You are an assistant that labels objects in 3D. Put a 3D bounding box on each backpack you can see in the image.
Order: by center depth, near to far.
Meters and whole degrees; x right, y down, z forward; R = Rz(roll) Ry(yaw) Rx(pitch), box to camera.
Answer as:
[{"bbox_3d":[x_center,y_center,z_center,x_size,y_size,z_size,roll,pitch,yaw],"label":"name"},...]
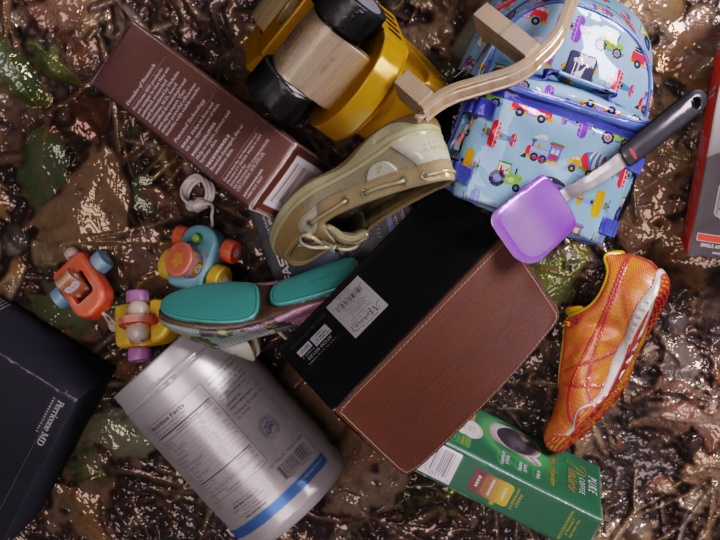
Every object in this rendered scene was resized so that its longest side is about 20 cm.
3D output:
[{"bbox_3d":[0.166,-0.141,1.008,0.181,0.135,0.201,22,100,-7],"label":"backpack"}]

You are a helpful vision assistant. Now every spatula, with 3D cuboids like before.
[{"bbox_3d":[0.194,-0.079,0.942,0.199,0.021,0.057,-36,105,2],"label":"spatula"}]

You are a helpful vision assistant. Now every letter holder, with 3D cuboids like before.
[{"bbox_3d":[0.056,0.055,1.026,0.200,0.101,0.142,-46,134,-3],"label":"letter holder"}]

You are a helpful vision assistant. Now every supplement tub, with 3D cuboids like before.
[{"bbox_3d":[-0.123,0.152,1.140,0.132,0.132,0.200,-41,92,17],"label":"supplement tub"}]

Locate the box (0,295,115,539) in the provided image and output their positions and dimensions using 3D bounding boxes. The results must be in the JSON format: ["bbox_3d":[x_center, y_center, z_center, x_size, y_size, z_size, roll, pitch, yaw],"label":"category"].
[{"bbox_3d":[-0.380,0.145,1.200,0.181,0.104,0.201,32,107,3],"label":"box"}]

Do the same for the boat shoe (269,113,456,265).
[{"bbox_3d":[-0.002,-0.052,1.002,0.200,0.073,0.064,-35,65,32],"label":"boat shoe"}]

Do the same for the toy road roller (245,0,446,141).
[{"bbox_3d":[-0.011,-0.182,1.022,0.146,0.200,0.123,34,112,-25],"label":"toy road roller"}]

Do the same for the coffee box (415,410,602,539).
[{"bbox_3d":[0.126,0.179,1.105,0.199,0.123,0.044,25,106,2],"label":"coffee box"}]

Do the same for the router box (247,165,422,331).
[{"bbox_3d":[0.000,0.000,1.115,0.149,0.062,0.201,-18,100,16],"label":"router box"}]

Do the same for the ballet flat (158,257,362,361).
[{"bbox_3d":[-0.080,0.041,1.072,0.198,0.069,0.072,-12,127,7],"label":"ballet flat"}]

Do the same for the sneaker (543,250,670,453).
[{"bbox_3d":[0.215,0.075,1.101,0.077,0.073,0.201,30,104,25],"label":"sneaker"}]

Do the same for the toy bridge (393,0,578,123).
[{"bbox_3d":[0.117,-0.182,0.937,0.200,0.027,0.067,-42,63,-8],"label":"toy bridge"}]

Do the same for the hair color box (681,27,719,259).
[{"bbox_3d":[0.345,-0.108,1.025,0.101,0.061,0.202,8,104,9],"label":"hair color box"}]

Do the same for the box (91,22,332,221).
[{"bbox_3d":[-0.131,-0.127,1.055,0.200,0.100,0.075,40,95,19],"label":"box"}]

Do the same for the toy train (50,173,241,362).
[{"bbox_3d":[-0.212,-0.002,1.134,0.199,0.056,0.151,-36,70,13],"label":"toy train"}]
